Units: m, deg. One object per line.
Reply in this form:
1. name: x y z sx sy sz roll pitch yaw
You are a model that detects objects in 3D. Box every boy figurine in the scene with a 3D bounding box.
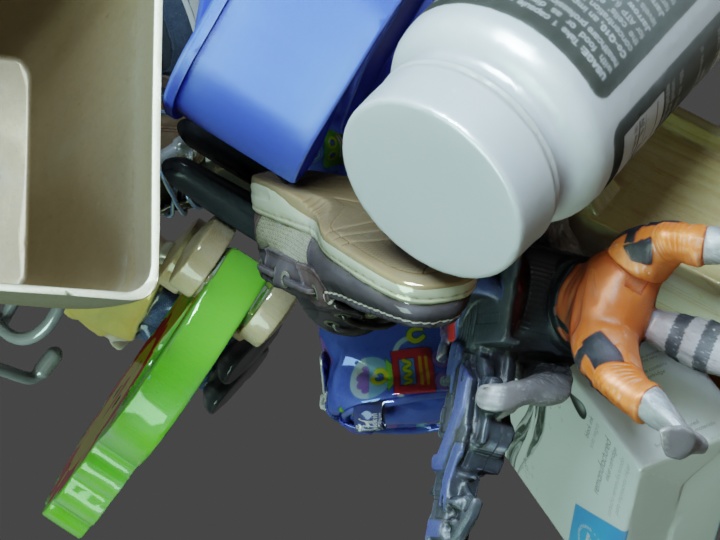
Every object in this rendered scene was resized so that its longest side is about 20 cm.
1. boy figurine: -0.147 0.004 1.757 0.200 0.064 0.124 38 146 10

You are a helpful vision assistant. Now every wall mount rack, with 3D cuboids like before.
1. wall mount rack: -0.182 -0.042 1.585 0.074 0.174 0.200 20 -163 -47

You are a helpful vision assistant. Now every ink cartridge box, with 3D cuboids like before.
1. ink cartridge box: 0.109 0.055 1.471 0.200 0.067 0.116 55 154 33

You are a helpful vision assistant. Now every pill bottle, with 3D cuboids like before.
1. pill bottle: 0.085 -0.094 1.288 0.114 0.200 0.114 27 142 23

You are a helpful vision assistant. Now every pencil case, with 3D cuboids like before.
1. pencil case: 0.008 -0.008 1.480 0.087 0.201 0.078 -13 163 7

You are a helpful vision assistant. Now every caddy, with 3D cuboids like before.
1. caddy: -0.024 -0.142 1.385 0.105 0.141 0.200 36 123 5

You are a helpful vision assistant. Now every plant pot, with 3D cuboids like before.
1. plant pot: -0.214 -0.071 1.430 0.199 0.201 0.177 3 168 -15

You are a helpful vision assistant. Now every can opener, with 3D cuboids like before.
1. can opener: -0.021 -0.020 1.549 0.200 0.064 0.079 27 141 -26

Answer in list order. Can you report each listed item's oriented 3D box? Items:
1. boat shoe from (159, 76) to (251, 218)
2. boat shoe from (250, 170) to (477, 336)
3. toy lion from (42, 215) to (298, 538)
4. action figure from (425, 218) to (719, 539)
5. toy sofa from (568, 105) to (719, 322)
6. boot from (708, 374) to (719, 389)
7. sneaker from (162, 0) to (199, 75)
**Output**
1. boat shoe: -0.100 -0.064 1.626 0.200 0.072 0.072 13 135 37
2. boat shoe: 0.000 0.000 1.372 0.200 0.072 0.065 -149 58 -60
3. toy lion: -0.116 0.066 1.614 0.069 0.192 0.200 34 175 -6
4. action figure: 0.102 0.047 1.340 0.104 0.201 0.193 16 177 -39
5. toy sofa: 0.185 -0.008 1.383 0.200 0.083 0.098 28 147 22
6. boot: 0.218 0.071 1.445 0.144 0.071 0.201 40 150 6
7. sneaker: -0.180 -0.160 1.544 0.077 0.146 0.203 -14 117 50
